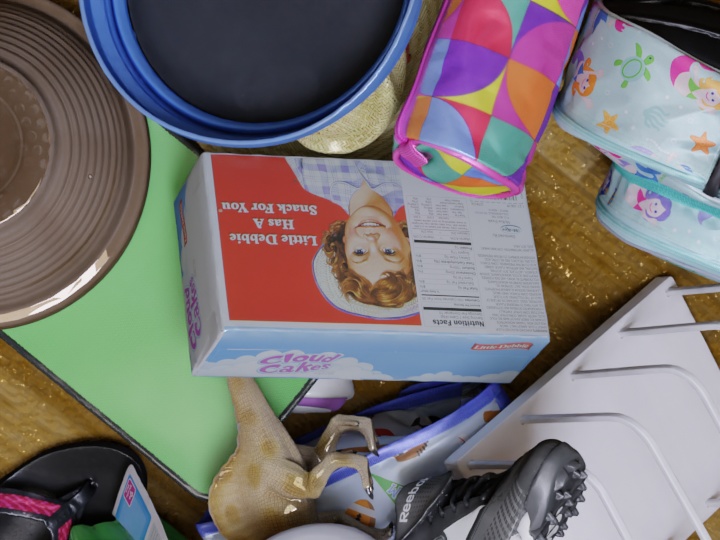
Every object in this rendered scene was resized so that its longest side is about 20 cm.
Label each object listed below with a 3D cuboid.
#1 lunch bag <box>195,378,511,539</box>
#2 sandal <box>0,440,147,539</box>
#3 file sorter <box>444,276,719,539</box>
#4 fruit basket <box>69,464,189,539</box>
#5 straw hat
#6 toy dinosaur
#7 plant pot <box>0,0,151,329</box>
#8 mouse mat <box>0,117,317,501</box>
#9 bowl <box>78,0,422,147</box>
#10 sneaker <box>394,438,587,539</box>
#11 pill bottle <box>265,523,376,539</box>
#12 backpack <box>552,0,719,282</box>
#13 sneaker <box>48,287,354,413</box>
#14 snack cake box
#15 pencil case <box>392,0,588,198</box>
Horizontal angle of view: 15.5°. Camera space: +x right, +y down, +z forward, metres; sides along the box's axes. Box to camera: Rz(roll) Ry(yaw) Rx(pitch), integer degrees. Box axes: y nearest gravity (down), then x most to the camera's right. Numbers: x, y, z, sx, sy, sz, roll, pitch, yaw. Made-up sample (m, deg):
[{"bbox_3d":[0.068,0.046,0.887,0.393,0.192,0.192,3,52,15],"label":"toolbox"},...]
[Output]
[{"bbox_3d":[0.030,0.169,1.598,0.199,0.124,0.170,-24,104,14],"label":"lunch bag"},{"bbox_3d":[-0.224,0.164,1.630,0.199,0.045,0.075,-19,107,5],"label":"sandal"},{"bbox_3d":[0.180,0.112,1.531,0.200,0.124,0.139,-38,108,-30],"label":"file sorter"},{"bbox_3d":[-0.129,0.246,1.567,0.093,0.200,0.186,0,122,-19],"label":"fruit basket"},{"bbox_3d":[-0.013,-0.116,1.502,0.200,0.085,0.202,-5,120,-9],"label":"straw hat"},{"bbox_3d":[-0.041,0.116,1.507,0.101,0.058,0.201,-11,97,9],"label":"toy dinosaur"},{"bbox_3d":[-0.221,-0.068,1.503,0.200,0.093,0.202,0,86,0],"label":"plant pot"},{"bbox_3d":[-0.114,0.016,1.549,0.200,0.008,0.161,39,86,3],"label":"mouse mat"},{"bbox_3d":[-0.057,-0.166,1.450,0.200,0.039,0.201,-1,86,17],"label":"bowl"},{"bbox_3d":[0.061,0.142,1.460,0.090,0.066,0.200,36,146,9],"label":"sneaker"},{"bbox_3d":[-0.004,0.244,1.491,0.106,0.106,0.200,-18,131,4],"label":"pill bottle"},{"bbox_3d":[0.206,-0.078,1.496,0.200,0.178,0.151,27,105,1],"label":"backpack"},{"bbox_3d":[-0.098,0.028,1.590,0.199,0.075,0.100,8,84,-1],"label":"sneaker"},{"bbox_3d":[0.000,0.000,1.513,0.199,0.067,0.115,2,64,-20],"label":"snack cake box"},{"bbox_3d":[0.079,-0.141,1.479,0.088,0.088,0.201,19,78,-7],"label":"pencil case"}]
